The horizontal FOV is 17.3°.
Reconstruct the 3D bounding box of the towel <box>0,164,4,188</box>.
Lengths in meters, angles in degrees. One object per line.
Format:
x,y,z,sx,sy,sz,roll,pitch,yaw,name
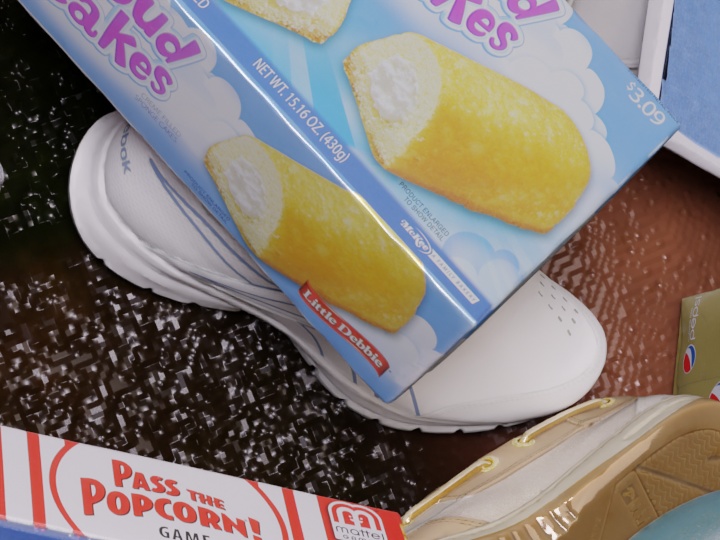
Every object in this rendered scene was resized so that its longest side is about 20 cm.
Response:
-0.181,0.053,0.675,0.085,0.166,0.201,25,72,-8,towel

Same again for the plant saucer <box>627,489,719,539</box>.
0.148,0.171,0.791,0.199,0.027,0.202,2,84,-21,plant saucer

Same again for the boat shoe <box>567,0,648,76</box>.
0.047,-0.105,0.847,0.199,0.066,0.072,16,75,-19,boat shoe

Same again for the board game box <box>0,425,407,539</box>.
-0.088,0.147,0.696,0.151,0.046,0.201,15,117,-20,board game box

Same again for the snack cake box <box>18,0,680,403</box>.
-0.012,-0.074,0.733,0.200,0.067,0.115,47,56,2,snack cake box

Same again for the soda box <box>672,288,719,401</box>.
0.217,0.055,0.888,0.199,0.068,0.064,13,77,-20,soda box

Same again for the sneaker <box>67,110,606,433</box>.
0.000,0.000,0.799,0.199,0.087,0.075,22,72,-18,sneaker

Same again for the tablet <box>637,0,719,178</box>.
0.186,-0.065,0.898,0.199,0.014,0.131,28,59,-27,tablet

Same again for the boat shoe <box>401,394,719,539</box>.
0.043,0.105,0.809,0.199,0.069,0.074,-28,108,-19,boat shoe
